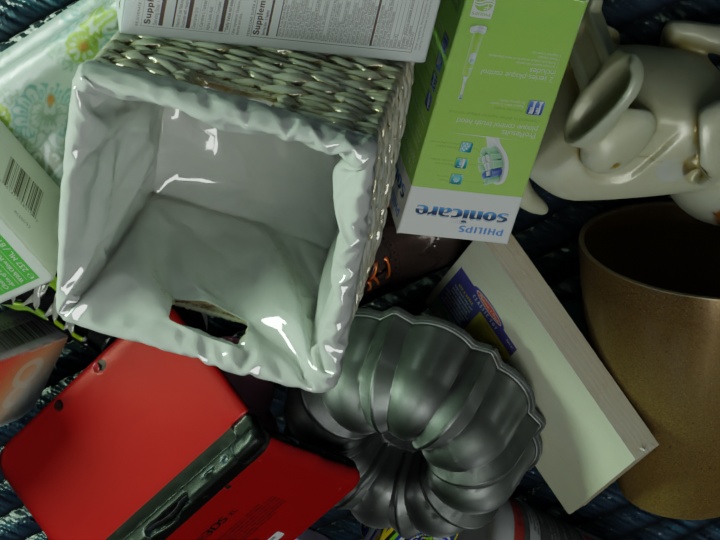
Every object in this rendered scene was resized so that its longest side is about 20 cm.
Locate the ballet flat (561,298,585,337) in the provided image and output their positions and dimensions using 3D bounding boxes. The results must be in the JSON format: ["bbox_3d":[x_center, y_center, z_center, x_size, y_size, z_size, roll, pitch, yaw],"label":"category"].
[{"bbox_3d":[0.227,0.051,1.806,0.200,0.068,0.072,-14,147,-4],"label":"ballet flat"}]

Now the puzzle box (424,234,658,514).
[{"bbox_3d":[0.130,0.073,1.699,0.025,0.200,0.133,-29,169,-26],"label":"puzzle box"}]

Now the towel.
[{"bbox_3d":[-0.154,-0.115,1.612,0.200,0.048,0.171,-32,126,14],"label":"towel"}]

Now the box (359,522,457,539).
[{"bbox_3d":[0.060,0.147,1.835,0.064,0.070,0.200,9,125,-17],"label":"box"}]

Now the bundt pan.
[{"bbox_3d":[0.031,0.124,1.707,0.202,0.076,0.202,13,136,13],"label":"bundt pan"}]

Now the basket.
[{"bbox_3d":[-0.078,-0.058,1.505,0.198,0.161,0.200,15,125,7],"label":"basket"}]

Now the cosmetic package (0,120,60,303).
[{"bbox_3d":[-0.311,-0.019,1.604,0.200,0.085,0.108,-24,124,25],"label":"cosmetic package"}]

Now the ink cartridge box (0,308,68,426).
[{"bbox_3d":[-0.314,0.128,1.707,0.162,0.050,0.200,-23,144,-53],"label":"ink cartridge box"}]

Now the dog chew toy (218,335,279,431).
[{"bbox_3d":[-0.116,0.142,1.773,0.124,0.125,0.200,6,118,-15],"label":"dog chew toy"}]

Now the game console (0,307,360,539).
[{"bbox_3d":[-0.133,0.145,1.694,0.172,0.119,0.200,24,124,-42],"label":"game console"}]

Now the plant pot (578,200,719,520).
[{"bbox_3d":[0.244,0.075,1.692,0.186,0.186,0.200,-1,112,-10],"label":"plant pot"}]

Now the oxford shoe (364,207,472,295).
[{"bbox_3d":[0.000,0.000,1.710,0.200,0.073,0.071,-15,128,1],"label":"oxford shoe"}]

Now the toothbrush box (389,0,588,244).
[{"bbox_3d":[0.074,-0.142,1.571,0.086,0.146,0.200,7,125,-16],"label":"toothbrush box"}]

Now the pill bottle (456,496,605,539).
[{"bbox_3d":[0.158,0.265,1.914,0.200,0.116,0.116,26,118,-27],"label":"pill bottle"}]

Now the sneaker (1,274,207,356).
[{"bbox_3d":[-0.196,0.019,1.683,0.200,0.083,0.072,13,123,-19],"label":"sneaker"}]

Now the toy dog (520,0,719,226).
[{"bbox_3d":[0.220,-0.091,1.641,0.200,0.140,0.194,16,117,-26],"label":"toy dog"}]

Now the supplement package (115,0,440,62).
[{"bbox_3d":[-0.050,-0.242,1.467,0.200,0.152,0.151,4,126,-13],"label":"supplement package"}]

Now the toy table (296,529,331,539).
[{"bbox_3d":[-0.070,0.294,1.895,0.200,0.117,0.184,14,123,-21],"label":"toy table"}]
